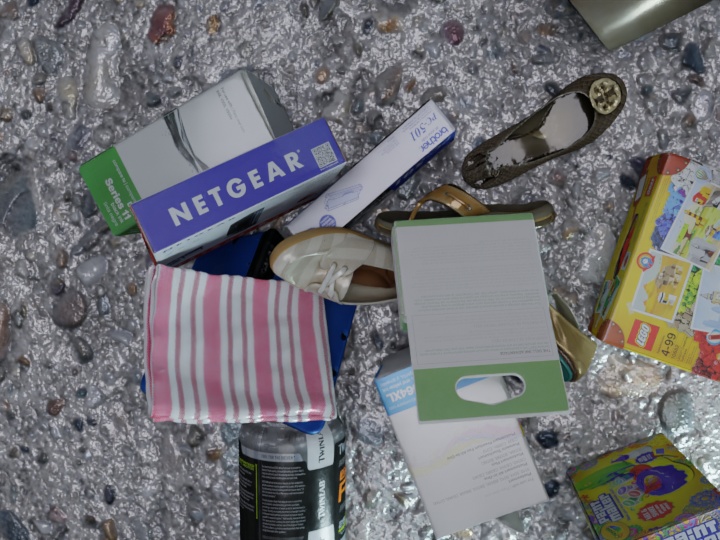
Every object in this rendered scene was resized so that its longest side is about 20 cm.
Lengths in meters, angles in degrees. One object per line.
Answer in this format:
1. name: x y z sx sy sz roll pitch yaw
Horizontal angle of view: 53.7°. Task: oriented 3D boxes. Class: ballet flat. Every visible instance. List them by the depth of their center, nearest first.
1. ballet flat: 0.199 -0.149 0.771 0.198 0.046 0.068 -28 91 8
2. ballet flat: 0.183 0.033 0.789 0.063 0.069 0.201 -41 91 -20

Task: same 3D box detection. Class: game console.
1. game console: -0.115 0.069 0.781 0.168 0.202 0.119 -10 136 31

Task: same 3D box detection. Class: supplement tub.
1. supplement tub: -0.076 0.235 0.796 0.120 0.123 0.204 1 95 7

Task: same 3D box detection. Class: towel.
1. towel: -0.110 0.072 0.690 0.197 0.030 0.149 8 63 -34

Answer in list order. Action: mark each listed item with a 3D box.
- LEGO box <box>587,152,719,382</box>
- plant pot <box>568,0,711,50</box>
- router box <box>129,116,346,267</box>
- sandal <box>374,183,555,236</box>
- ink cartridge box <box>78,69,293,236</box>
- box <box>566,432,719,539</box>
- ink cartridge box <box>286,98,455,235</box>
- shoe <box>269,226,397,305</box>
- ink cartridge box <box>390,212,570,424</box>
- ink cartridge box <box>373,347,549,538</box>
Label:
1. LEGO box: 0.348 -0.002 0.749 0.147 0.077 0.203 18 96 5
2. plant pot: 0.279 -0.318 0.692 0.173 0.200 0.201 -40 89 25
3. router box: -0.126 -0.069 0.720 0.198 0.179 0.049 -28 91 -14
4. sandal: 0.112 -0.069 0.771 0.196 0.080 0.055 -5 107 1
5. ink cartridge box: -0.173 -0.122 0.769 0.198 0.147 0.084 -28 92 9
6. box: 0.313 0.302 0.714 0.120 0.200 0.195 -24 92 8
7. ink cartridge box: 0.015 -0.098 0.774 0.199 0.094 0.044 -40 89 8
8. shoe: 0.000 0.000 0.747 0.197 0.054 0.071 5 127 -33
9. ink cartridge box: 0.109 0.046 0.682 0.143 0.048 0.203 -3 68 -4
10. ink cartridge box: 0.111 0.176 0.766 0.123 0.129 0.203 -21 91 8
